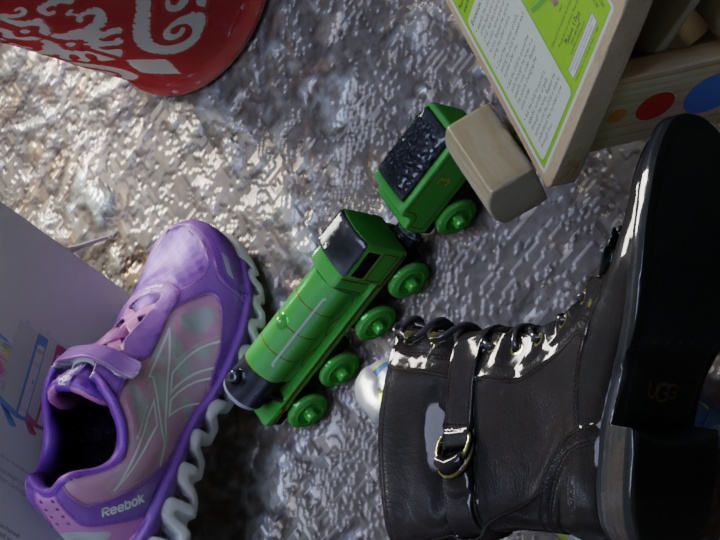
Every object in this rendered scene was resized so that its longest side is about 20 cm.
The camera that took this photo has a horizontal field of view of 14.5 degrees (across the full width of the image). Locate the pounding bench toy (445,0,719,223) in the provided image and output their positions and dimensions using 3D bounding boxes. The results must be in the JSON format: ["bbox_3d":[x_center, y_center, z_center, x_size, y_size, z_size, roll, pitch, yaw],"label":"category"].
[{"bbox_3d":[0.129,-0.113,1.225,0.124,0.156,0.200,63,154,29],"label":"pounding bench toy"}]

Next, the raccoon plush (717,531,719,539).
[{"bbox_3d":[0.164,0.087,1.191,0.200,0.097,0.134,-45,48,28],"label":"raccoon plush"}]

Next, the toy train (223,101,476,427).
[{"bbox_3d":[0.000,0.000,1.373,0.200,0.056,0.042,-52,53,23],"label":"toy train"}]

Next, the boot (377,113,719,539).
[{"bbox_3d":[0.074,0.032,1.198,0.174,0.069,0.201,2,79,49],"label":"boot"}]

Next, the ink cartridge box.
[{"bbox_3d":[-0.209,0.065,1.475,0.128,0.125,0.200,-17,49,39],"label":"ink cartridge box"}]

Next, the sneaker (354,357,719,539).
[{"bbox_3d":[0.089,0.062,1.283,0.200,0.076,0.105,29,86,39],"label":"sneaker"}]

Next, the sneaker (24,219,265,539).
[{"bbox_3d":[-0.113,0.055,1.417,0.080,0.088,0.201,-9,54,41],"label":"sneaker"}]

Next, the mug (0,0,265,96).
[{"bbox_3d":[-0.170,-0.186,1.461,0.133,0.200,0.178,-48,55,26],"label":"mug"}]
